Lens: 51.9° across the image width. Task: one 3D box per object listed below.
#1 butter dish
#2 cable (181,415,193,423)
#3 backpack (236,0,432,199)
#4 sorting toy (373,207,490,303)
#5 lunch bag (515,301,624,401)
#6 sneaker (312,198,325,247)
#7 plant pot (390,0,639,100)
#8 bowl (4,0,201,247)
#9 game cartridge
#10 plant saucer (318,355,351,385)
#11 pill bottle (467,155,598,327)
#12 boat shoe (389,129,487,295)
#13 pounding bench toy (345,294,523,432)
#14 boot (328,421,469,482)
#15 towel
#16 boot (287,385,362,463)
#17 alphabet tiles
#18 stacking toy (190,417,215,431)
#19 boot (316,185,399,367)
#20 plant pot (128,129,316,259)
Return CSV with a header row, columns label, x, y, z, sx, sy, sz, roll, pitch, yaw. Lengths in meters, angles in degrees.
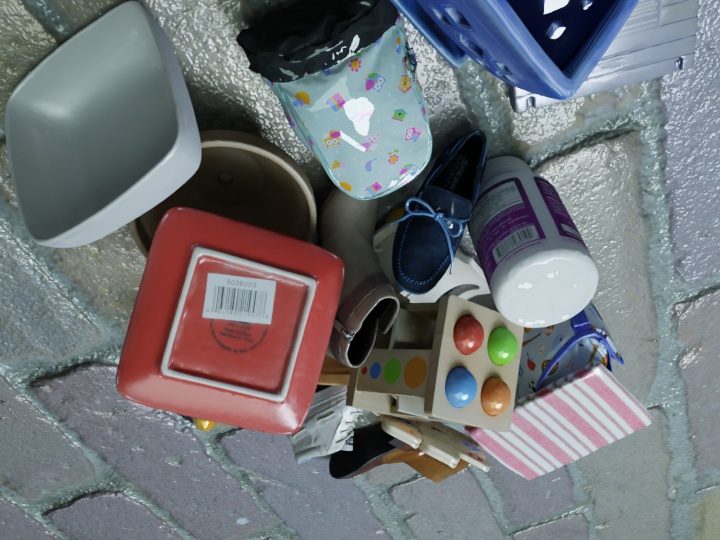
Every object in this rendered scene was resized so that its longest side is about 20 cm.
label,x,y,z,sx,sy,sz,roll,pitch,yaw
butter dish,-0.141,0.051,0.791,0.199,0.148,0.200,16,88,-18
cable,-0.179,0.166,1.017,0.163,0.051,0.200,-13,-178,-43
backpack,-0.011,-0.172,0.742,0.166,0.127,0.200,-22,134,7
sorting toy,0.077,0.025,0.953,0.180,0.107,0.200,27,123,-37
lunch bag,0.261,0.090,0.982,0.123,0.170,0.200,-8,133,-5
sneaker,-0.071,-0.007,0.925,0.084,0.075,0.200,0,133,-35
plant pot,0.110,-0.281,0.600,0.200,0.180,0.200,37,85,-34
bowl,-0.241,-0.130,0.713,0.200,0.200,0.075,-29,155,16
game cartridge,0.251,-0.249,0.776,0.199,0.038,0.130,-14,128,4
plant saucer,0.017,0.120,0.990,0.199,0.200,0.038,-3,89,-6
pill bottle,0.182,-0.041,0.835,0.112,0.200,0.113,-4,131,-4
boat shoe,0.083,-0.072,0.805,0.084,0.201,0.069,19,157,0
pounding bench toy,0.115,0.113,0.840,0.200,0.125,0.156,20,164,-37
boot,0.070,0.313,1.238,0.188,0.069,0.200,-42,132,16
towel,0.253,0.193,0.948,0.200,0.030,0.146,-33,125,24
boot,-0.021,0.216,1.088,0.200,0.096,0.074,-26,162,21
alphabet tiles,0.068,0.193,0.938,0.195,0.200,0.015,27,92,-2
stacking toy,-0.192,0.118,0.917,0.109,0.200,0.116,-13,131,3
boot,0.000,0.000,0.807,0.070,0.146,0.201,8,112,-29
plant pot,-0.150,-0.080,0.822,0.200,0.093,0.201,-4,132,-4
